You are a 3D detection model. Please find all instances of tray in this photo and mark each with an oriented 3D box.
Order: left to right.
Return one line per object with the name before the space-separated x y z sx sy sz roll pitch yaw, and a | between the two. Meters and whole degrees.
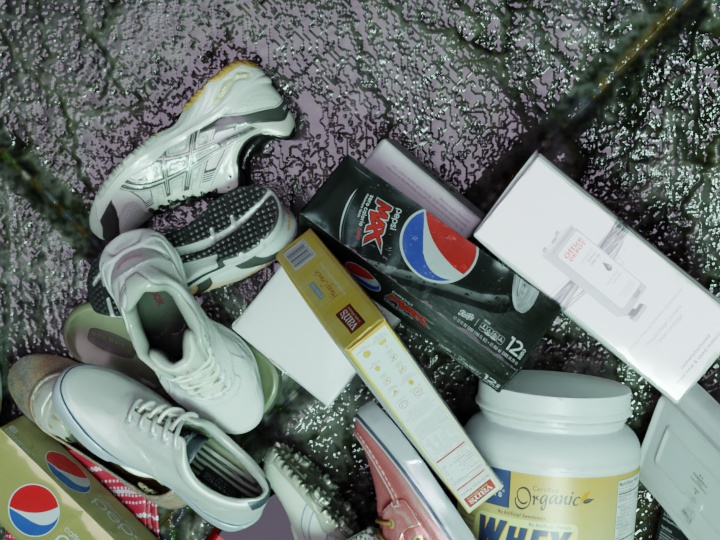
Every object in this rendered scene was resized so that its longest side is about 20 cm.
tray | 0.266 0.164 1.011 0.022 0.200 0.108 7 111 -20

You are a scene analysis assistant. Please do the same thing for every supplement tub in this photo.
supplement tub | 0.149 0.188 1.057 0.144 0.144 0.201 3 95 7

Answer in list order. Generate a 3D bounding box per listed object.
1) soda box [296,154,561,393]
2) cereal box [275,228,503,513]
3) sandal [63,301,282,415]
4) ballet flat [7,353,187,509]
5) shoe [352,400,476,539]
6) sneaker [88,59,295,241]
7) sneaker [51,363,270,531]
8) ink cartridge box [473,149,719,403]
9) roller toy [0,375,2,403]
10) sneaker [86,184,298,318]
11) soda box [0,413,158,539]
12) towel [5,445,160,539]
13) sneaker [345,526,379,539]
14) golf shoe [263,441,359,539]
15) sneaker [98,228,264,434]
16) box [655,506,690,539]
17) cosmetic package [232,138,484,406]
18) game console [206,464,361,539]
soda box | 0.048 0.003 0.995 0.200 0.071 0.063 36 71 6
cereal box | 0.022 0.075 0.977 0.039 0.144 0.200 -38 127 -3
sandal | -0.166 0.084 1.131 0.200 0.057 0.080 16 97 6
ballet flat | -0.221 0.131 1.118 0.200 0.067 0.068 31 86 7
shoe | 0.032 0.201 0.985 0.091 0.071 0.200 -34 78 -3
sneaker | -0.140 -0.082 1.105 0.200 0.076 0.088 -43 89 9
sneaker | -0.154 0.132 1.061 0.200 0.073 0.071 33 142 -6
ink cartridge box | 0.187 0.002 1.034 0.200 0.147 0.083 40 95 3
roller toy | -0.411 0.112 1.118 0.200 0.140 0.183 39 100 7
sneaker | -0.139 -0.005 1.110 0.199 0.080 0.074 -20 71 19
soda box | -0.245 0.218 1.126 0.200 0.068 0.064 43 99 2
towel | -0.248 0.251 1.175 0.144 0.022 0.201 -3 95 8
sneaker | 0.035 0.285 1.038 0.088 0.077 0.200 -37 102 6
golf shoe | -0.035 0.242 1.102 0.097 0.078 0.200 -37 87 9
sneaker | -0.139 0.068 1.037 0.078 0.099 0.200 -33 119 4
box | 0.313 0.207 1.004 0.079 0.200 0.142 5 98 -20
cosmetic package | 0.000 0.000 1.089 0.108 0.085 0.200 41 99 2
game console | -0.055 0.295 1.154 0.200 0.031 0.177 36 92 2
